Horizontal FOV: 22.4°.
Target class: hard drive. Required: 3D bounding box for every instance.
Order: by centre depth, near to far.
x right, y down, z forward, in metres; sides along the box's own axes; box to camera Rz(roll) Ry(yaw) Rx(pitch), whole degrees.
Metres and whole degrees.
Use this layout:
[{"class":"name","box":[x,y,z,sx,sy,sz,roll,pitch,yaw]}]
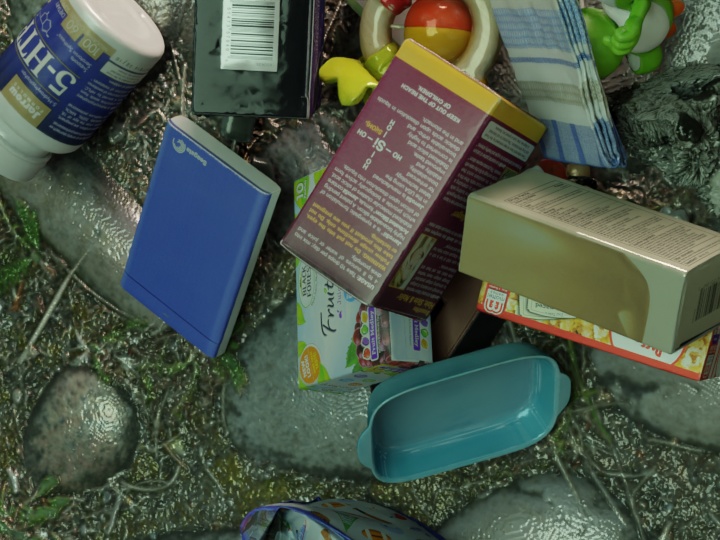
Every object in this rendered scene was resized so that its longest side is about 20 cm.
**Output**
[{"class":"hard drive","box":[-0.157,-0.031,1.746,0.132,0.025,0.200,36,127,22]}]

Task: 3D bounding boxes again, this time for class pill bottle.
[{"class":"pill bottle","box":[-0.300,-0.187,1.805,0.200,0.120,0.120,-45,72,19]}]

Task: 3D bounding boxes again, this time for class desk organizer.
[{"class":"desk organizer","box":[0.071,0.052,1.648,0.077,0.072,0.200,38,106,24]}]

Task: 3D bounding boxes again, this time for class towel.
[{"class":"towel","box":[0.151,-0.178,1.492,0.024,0.147,0.200,-25,106,-16]}]

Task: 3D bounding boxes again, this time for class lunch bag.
[{"class":"lunch bag","box":[0.001,0.276,1.628,0.200,0.170,0.124,35,100,21]}]

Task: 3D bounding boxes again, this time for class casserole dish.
[{"class":"casserole dish","box":[0.087,0.120,1.594,0.199,0.121,0.039,-14,45,-11]}]

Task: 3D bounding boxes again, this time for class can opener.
[{"class":"can opener","box":[-0.108,-0.139,1.755,0.066,0.053,0.201,7,96,-8]}]

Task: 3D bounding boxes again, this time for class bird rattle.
[{"class":"bird rattle","box":[0.048,-0.220,1.614,0.163,0.113,0.201,7,80,14]}]

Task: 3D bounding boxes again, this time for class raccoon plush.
[{"class":"raccoon plush","box":[0.267,-0.100,1.543,0.200,0.097,0.134,14,137,51]}]

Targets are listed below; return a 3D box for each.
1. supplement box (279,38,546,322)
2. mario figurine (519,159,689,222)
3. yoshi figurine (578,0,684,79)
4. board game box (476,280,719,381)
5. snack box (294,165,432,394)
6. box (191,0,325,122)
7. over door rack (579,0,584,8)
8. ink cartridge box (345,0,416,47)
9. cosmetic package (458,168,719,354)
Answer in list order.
[{"class":"supplement box","box":[0.046,-0.071,1.499,0.103,0.131,0.200,34,96,22]},{"class":"mario figurine","box":[0.209,-0.055,1.551,0.200,0.124,0.106,22,61,44]},{"class":"yoshi figurine","box":[0.193,-0.219,1.461,0.112,0.200,0.113,10,61,24]},{"class":"board game box","box":[0.218,0.039,1.530,0.200,0.151,0.046,17,98,26]},{"class":"snack box","box":[0.000,0.000,1.643,0.142,0.053,0.201,-22,65,51]},{"class":"box","box":[-0.087,-0.214,1.616,0.104,0.200,0.148,3,100,2]},{"class":"over door rack","box":[0.248,-0.238,1.563,0.147,0.067,0.201,-11,85,27]},{"class":"ink cartridge box","box":[0.080,-0.291,1.651,0.146,0.048,0.200,47,111,19]},{"class":"cosmetic package","box":[0.188,-0.011,1.435,0.200,0.105,0.071,23,117,33]}]
